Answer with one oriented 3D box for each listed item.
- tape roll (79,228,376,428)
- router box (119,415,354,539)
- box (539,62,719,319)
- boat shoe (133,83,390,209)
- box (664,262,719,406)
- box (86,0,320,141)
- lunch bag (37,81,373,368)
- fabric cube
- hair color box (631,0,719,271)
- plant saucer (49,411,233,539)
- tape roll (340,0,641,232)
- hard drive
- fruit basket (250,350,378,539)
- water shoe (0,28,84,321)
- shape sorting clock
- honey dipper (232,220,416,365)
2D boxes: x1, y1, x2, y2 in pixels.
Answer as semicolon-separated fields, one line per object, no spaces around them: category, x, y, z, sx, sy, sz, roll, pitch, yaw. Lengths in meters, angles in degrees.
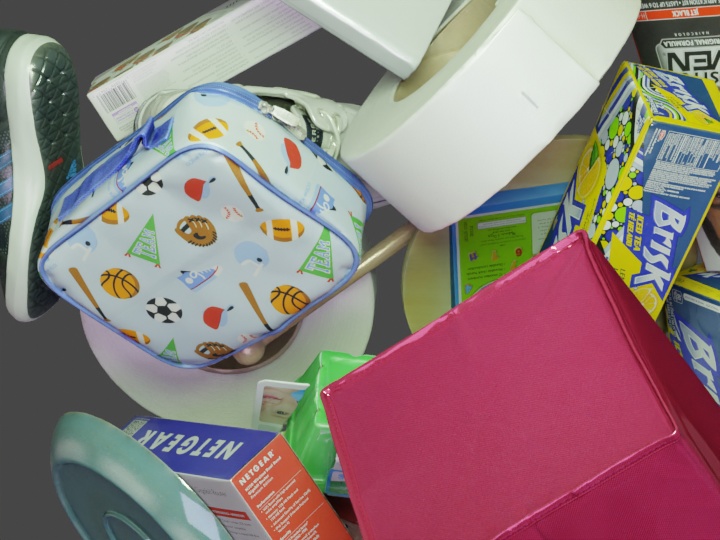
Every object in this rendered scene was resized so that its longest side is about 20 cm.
tape roll;-0.089;0.013;1.680;0.202;0.037;0.203;1;112;3
router box;-0.073;0.185;1.663;0.049;0.200;0.180;-42;112;-25
box;0.162;-0.024;1.554;0.064;0.070;0.200;11;123;-18
boat shoe;-0.042;-0.084;1.596;0.200;0.066;0.072;13;82;-18
box;0.255;0.094;1.661;0.064;0.070;0.201;-19;112;-25
box;-0.083;-0.150;1.615;0.200;0.039;0.041;-29;108;14
lunch bag;-0.098;-0.029;1.548;0.160;0.076;0.200;36;131;-23
fabric cube;0.124;0.138;1.489;0.200;0.196;0.199;-31;127;11
hair color box;0.245;-0.099;1.578;0.101;0.061;0.200;1;119;48
plant saucer;-0.142;0.180;1.678;0.027;0.200;0.200;-42;108;-26
tape roll;0.079;-0.120;1.529;0.071;0.203;0.202;42;108;-12
hard drive;-0.028;-0.221;1.543;0.200;0.132;0.026;32;148;-9
fruit basket;0.012;0.142;1.673;0.185;0.094;0.200;7;137;-4
water shoe;-0.228;-0.066;1.653;0.079;0.071;0.201;17;116;27
shape sorting clock;0.124;0.000;1.643;0.199;0.039;0.200;-5;117;-10
honey dipper;0.000;0.000;1.630;0.200;0.038;0.038;-37;106;-7
